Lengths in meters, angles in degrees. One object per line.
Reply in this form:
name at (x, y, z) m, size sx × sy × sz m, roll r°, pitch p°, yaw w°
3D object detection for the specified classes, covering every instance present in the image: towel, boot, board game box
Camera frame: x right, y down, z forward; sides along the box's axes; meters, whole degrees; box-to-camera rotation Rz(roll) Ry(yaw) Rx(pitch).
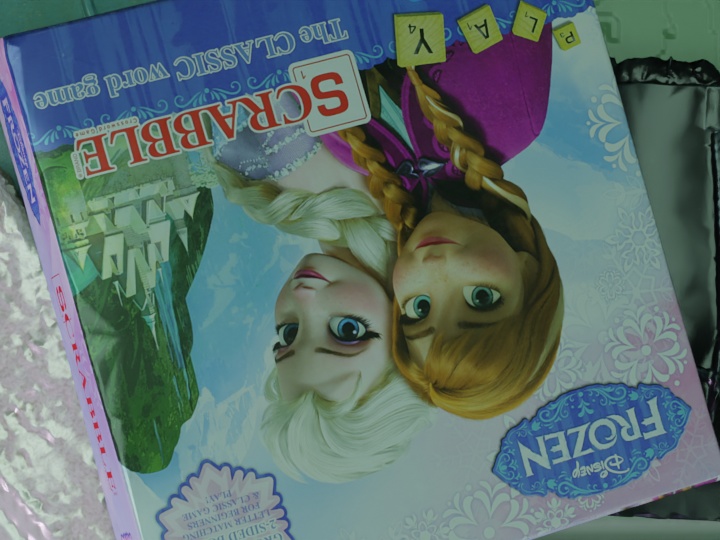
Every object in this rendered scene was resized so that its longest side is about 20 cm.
towel at (-0.137, 0.049, 0.836) m, size 0.132 × 0.034 × 0.200 m, roll -36°, pitch 95°, yaw 5°
boot at (0.086, 0.005, 0.903) m, size 0.197 × 0.073 × 0.164 m, roll 3°, pitch 91°, yaw -13°
board game box at (0.000, 0.000, 0.825) m, size 0.199 × 0.041 × 0.201 m, roll -16°, pitch 89°, yaw -17°

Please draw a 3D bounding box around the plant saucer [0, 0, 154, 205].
plant saucer at (-0.066, -0.093, 0.881) m, size 0.199 × 0.027 × 0.201 m, roll 4°, pitch 71°, yaw -11°
